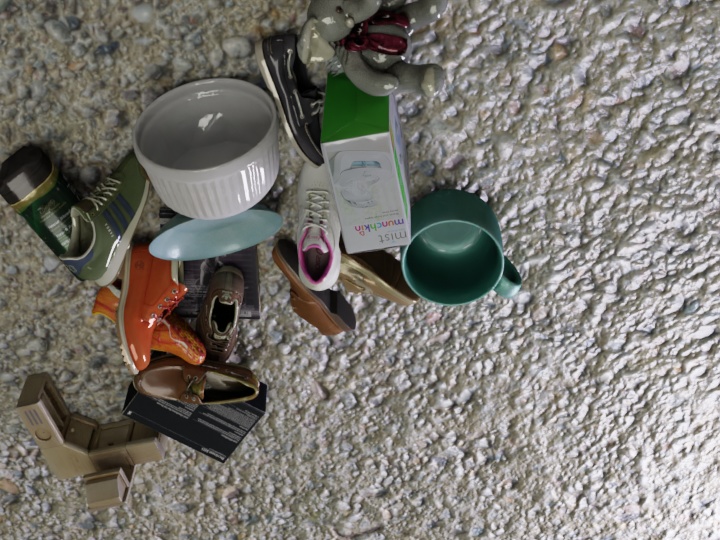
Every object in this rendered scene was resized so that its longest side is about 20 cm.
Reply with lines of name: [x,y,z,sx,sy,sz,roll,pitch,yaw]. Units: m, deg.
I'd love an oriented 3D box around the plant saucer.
plant saucer: [-0.212,-0.066,1.644,0.198,0.039,0.201,-13,166,-3]

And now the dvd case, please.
dvd case: [-0.232,-0.008,1.768,0.147,0.016,0.202,2,127,2]

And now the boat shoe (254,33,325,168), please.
boat shoe: [-0.079,-0.234,1.567,0.062,0.073,0.201,-17,118,15]

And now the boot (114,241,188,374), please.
boot: [-0.314,0.056,1.712,0.106,0.075,0.203,0,82,-1]

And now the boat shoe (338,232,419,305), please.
boat shoe: [0.000,0.000,1.740,0.199,0.072,0.065,32,126,-8]

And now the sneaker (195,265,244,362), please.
sneaker: [-0.226,0.088,1.781,0.069,0.076,0.202,9,128,-5]

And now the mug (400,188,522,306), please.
mug: [0.140,-0.031,1.681,0.150,0.115,0.186,-20,124,15]

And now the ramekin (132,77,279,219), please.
ramekin: [-0.204,-0.161,1.551,0.197,0.202,0.106,-4,135,5]

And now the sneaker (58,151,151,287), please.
sneaker: [-0.366,-0.084,1.613,0.067,0.203,0.089,11,170,45]

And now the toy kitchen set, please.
toy kitchen set: [-0.449,0.278,1.889,0.197,0.164,0.182,-12,125,10]

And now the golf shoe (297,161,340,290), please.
golf shoe: [-0.058,-0.069,1.638,0.074,0.092,0.203,-2,95,3]

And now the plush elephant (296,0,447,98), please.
plush elephant: [0.001,-0.314,1.451,0.198,0.167,0.155,-3,157,33]

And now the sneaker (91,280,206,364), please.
sneaker: [-0.330,0.093,1.785,0.199,0.073,0.078,33,101,8]

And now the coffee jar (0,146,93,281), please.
coffee jar: [-0.444,-0.086,1.662,0.085,0.104,0.201,-37,120,-1]

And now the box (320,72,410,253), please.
box: [0.009,-0.154,1.543,0.095,0.201,0.178,-9,125,8]

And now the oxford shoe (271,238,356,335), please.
oxford shoe: [-0.087,0.035,1.764,0.071,0.072,0.201,-22,124,23]

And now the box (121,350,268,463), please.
box: [-0.275,0.215,1.892,0.199,0.079,0.141,30,117,-19]

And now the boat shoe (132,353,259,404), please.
boat shoe: [-0.257,0.174,1.784,0.197,0.068,0.073,0,103,-14]
